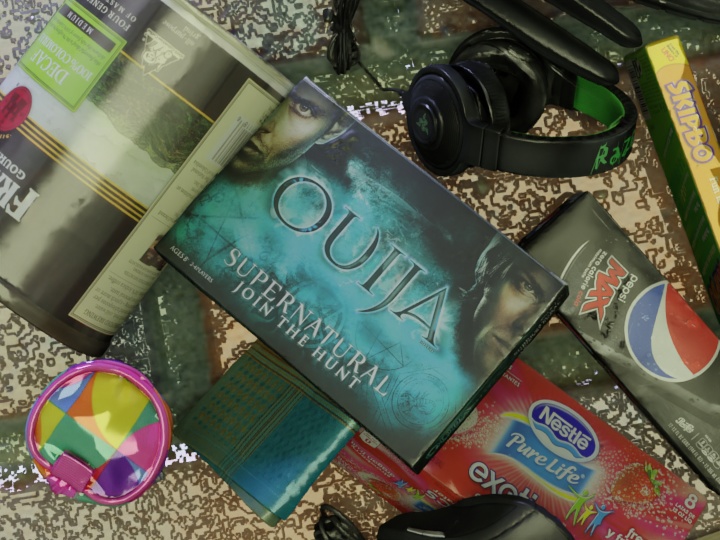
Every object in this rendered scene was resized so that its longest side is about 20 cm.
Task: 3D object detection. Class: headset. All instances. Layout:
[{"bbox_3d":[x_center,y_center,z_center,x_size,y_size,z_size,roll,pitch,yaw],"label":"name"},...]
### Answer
[{"bbox_3d":[0.070,-0.115,1.253,0.199,0.123,0.094,17,119,23],"label":"headset"}]

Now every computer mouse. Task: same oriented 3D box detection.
[{"bbox_3d":[0.061,0.197,1.232,0.141,0.200,0.046,54,52,-22],"label":"computer mouse"}]

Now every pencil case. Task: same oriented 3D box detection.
[{"bbox_3d":[-0.151,0.096,1.228,0.088,0.200,0.089,0,85,-5],"label":"pencil case"}]

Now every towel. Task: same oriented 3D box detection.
[{"bbox_3d":[-0.015,0.051,1.246,0.200,0.147,0.022,-47,120,-5],"label":"towel"}]

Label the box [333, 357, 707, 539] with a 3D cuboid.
[{"bbox_3d":[0.092,0.125,1.260,0.200,0.100,0.096,36,69,0],"label":"box"}]

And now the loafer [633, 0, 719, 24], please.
[{"bbox_3d":[0.168,-0.203,1.271,0.200,0.068,0.071,20,111,3],"label":"loafer"}]

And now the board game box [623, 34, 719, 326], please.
[{"bbox_3d":[0.208,-0.042,1.267,0.030,0.096,0.201,-18,92,0],"label":"board game box"}]

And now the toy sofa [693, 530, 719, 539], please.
[{"bbox_3d":[0.271,0.204,1.291,0.199,0.098,0.083,-21,116,1],"label":"toy sofa"}]

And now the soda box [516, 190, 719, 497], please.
[{"bbox_3d":[0.178,0.045,1.282,0.063,0.071,0.200,-42,91,1],"label":"soda box"}]

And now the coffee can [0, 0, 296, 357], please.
[{"bbox_3d":[-0.152,-0.071,1.243,0.146,0.146,0.200,37,91,-1],"label":"coffee can"}]

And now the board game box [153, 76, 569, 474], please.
[{"bbox_3d":[0.000,0.000,1.185,0.200,0.028,0.135,39,83,16],"label":"board game box"}]

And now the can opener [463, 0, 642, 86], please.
[{"bbox_3d":[0.078,-0.177,1.250,0.200,0.079,0.064,29,117,14],"label":"can opener"}]
